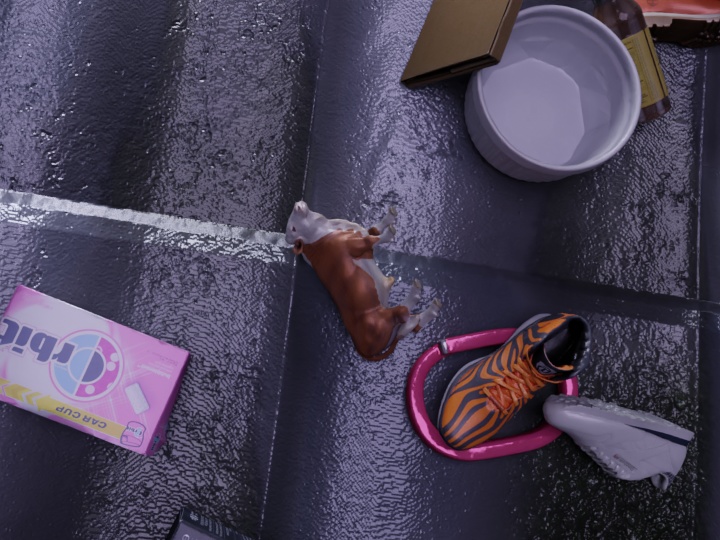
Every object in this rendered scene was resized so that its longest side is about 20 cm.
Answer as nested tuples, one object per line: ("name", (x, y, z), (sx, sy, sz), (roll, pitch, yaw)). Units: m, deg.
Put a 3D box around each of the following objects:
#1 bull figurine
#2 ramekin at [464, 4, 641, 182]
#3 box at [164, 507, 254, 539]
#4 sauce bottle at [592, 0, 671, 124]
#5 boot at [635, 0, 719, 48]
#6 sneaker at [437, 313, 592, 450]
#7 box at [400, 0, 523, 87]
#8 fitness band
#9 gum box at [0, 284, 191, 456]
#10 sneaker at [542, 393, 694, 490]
("bull figurine", (0.000, 0.000, 0.947), (0.121, 0.065, 0.200), (-26, 93, 20))
("ramekin", (0.218, -0.200, 1.010), (0.200, 0.105, 0.200), (2, 80, -10))
("box", (-0.134, 0.371, 0.837), (0.196, 0.124, 0.200), (26, 77, -6))
("sauce bottle", (0.320, -0.279, 1.029), (0.065, 0.065, 0.200), (-28, 108, -13))
("boot", (0.419, -0.347, 1.090), (0.200, 0.075, 0.107), (-1, 75, -9))
("sneaker", (0.166, 0.112, 0.903), (0.078, 0.112, 0.200), (45, 78, -2))
("box", (0.134, -0.315, 0.992), (0.021, 0.163, 0.200), (29, 75, -30))
("fitness band", (0.151, 0.141, 0.971), (0.200, 0.037, 0.144), (-8, 82, -10))
("gum box", (-0.282, 0.108, 0.886), (0.200, 0.066, 0.114), (22, 76, -5))
("sneaker", (0.287, 0.193, 0.952), (0.200, 0.076, 0.081), (19, 94, -20))
